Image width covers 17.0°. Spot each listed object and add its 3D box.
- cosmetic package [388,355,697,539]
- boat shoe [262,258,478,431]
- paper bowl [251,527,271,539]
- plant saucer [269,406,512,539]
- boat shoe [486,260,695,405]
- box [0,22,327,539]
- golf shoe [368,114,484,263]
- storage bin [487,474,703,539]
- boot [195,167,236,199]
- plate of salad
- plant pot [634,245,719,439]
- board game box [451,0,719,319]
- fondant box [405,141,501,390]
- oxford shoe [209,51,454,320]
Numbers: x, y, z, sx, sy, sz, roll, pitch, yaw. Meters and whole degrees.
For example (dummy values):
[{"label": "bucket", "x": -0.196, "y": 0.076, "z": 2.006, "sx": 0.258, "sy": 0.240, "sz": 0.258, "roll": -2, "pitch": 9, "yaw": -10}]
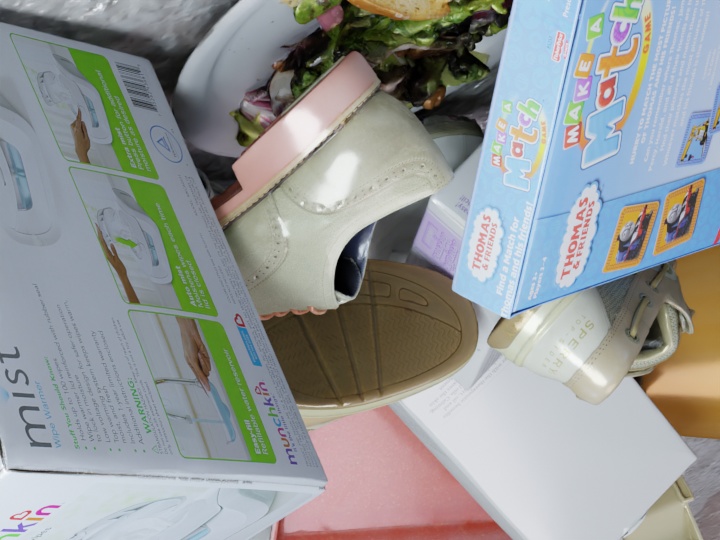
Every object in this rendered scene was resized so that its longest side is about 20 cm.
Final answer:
[{"label": "cosmetic package", "x": 0.081, "y": 0.066, "z": 1.303, "sx": 0.108, "sy": 0.085, "sz": 0.200, "roll": -44, "pitch": 126, "yaw": -6}, {"label": "boat shoe", "x": -0.044, "y": 0.044, "z": 1.099, "sx": 0.200, "sy": 0.071, "sz": 0.065, "roll": -11, "pitch": 161, "yaw": 3}, {"label": "paper bowl", "x": -0.097, "y": 0.202, "z": 1.509, "sx": 0.200, "sy": 0.104, "sz": 0.201, "roll": 18, "pitch": 167, "yaw": 4}, {"label": "plant saucer", "x": 0.042, "y": 0.074, "z": 1.360, "sx": 0.199, "sy": 0.037, "sz": 0.200, "roll": -1, "pitch": 111, "yaw": -28}, {"label": "boat shoe", "x": 0.119, "y": 0.022, "z": 1.126, "sx": 0.072, "sy": 0.065, "sz": 0.200, "roll": -53, "pitch": 170, "yaw": 17}, {"label": "box", "x": -0.128, "y": 0.011, "z": 0.886, "sx": 0.097, "sy": 0.200, "sz": 0.176, "roll": -36, "pitch": 156, "yaw": 28}, {"label": "golf shoe", "x": 0.000, "y": 0.000, "z": 1.209, "sx": 0.073, "sy": 0.092, "sz": 0.200, "roll": 3, "pitch": 144, "yaw": -47}, {"label": "storage bin", "x": 0.079, "y": 0.131, "z": 1.494, "sx": 0.200, "sy": 0.199, "sz": 0.094, "roll": -20, "pitch": 157, "yaw": -18}, {"label": "boot", "x": -0.081, "y": -0.015, "z": 1.089, "sx": 0.200, "sy": 0.074, "sz": 0.096, "roll": -13, "pitch": 164, "yaw": -32}, {"label": "plate of salad", "x": 0.017, "y": -0.096, "z": 1.023, "sx": 0.200, "sy": 0.048, "sz": 0.200, "roll": -24, "pitch": 161, "yaw": -9}, {"label": "plant pot", "x": 0.230, "y": 0.022, "z": 1.441, "sx": 0.183, "sy": 0.200, "sz": 0.200, "roll": -6, "pitch": 156, "yaw": -14}, {"label": "board game box", "x": 0.125, "y": -0.073, "z": 1.025, "sx": 0.200, "sy": 0.037, "sz": 0.151, "roll": -17, "pitch": 126, "yaw": -49}, {"label": "fondant box", "x": 0.103, "y": -0.052, "z": 1.145, "sx": 0.200, "sy": 0.058, "sz": 0.144, "roll": -47, "pitch": 170, "yaw": -24}, {"label": "oxford shoe", "x": -0.043, "y": 0.001, "z": 0.990, "sx": 0.200, "sy": 0.074, "sz": 0.071, "roll": -45, "pitch": -177, "yaw": 35}]
